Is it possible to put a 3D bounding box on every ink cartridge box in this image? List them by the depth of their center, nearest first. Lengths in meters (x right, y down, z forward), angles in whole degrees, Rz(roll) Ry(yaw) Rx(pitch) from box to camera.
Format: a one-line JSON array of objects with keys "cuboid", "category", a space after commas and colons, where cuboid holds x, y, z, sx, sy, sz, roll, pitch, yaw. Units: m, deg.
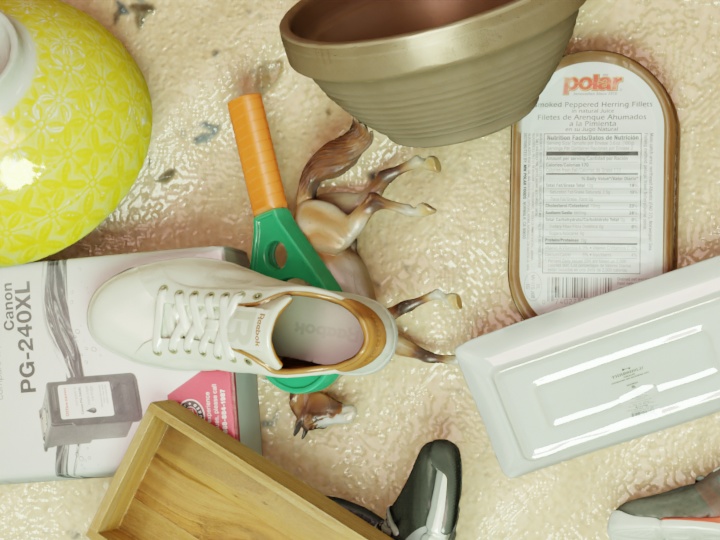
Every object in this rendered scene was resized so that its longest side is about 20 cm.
[{"cuboid": [-0.174, 0.065, 1.507, 0.199, 0.083, 0.146, -5, 86, 9], "category": "ink cartridge box"}]

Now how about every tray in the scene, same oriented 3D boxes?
[{"cuboid": [-0.066, 0.173, 1.411, 0.200, 0.037, 0.099, 31, 101, 20], "category": "tray"}, {"cuboid": [0.170, 0.065, 1.452, 0.200, 0.022, 0.108, -19, 114, 9], "category": "tray"}]

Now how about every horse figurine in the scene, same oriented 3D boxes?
[{"cuboid": [0.000, 0.000, 1.493, 0.132, 0.050, 0.201, -13, 90, 23], "category": "horse figurine"}]

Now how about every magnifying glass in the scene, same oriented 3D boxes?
[{"cuboid": [-0.053, -0.018, 1.485, 0.079, 0.022, 0.201, -21, 80, 38], "category": "magnifying glass"}]

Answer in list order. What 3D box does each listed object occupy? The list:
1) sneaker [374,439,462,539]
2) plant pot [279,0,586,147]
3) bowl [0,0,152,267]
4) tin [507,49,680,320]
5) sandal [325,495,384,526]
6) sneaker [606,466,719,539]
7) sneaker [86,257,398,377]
[{"cuboid": [-0.005, 0.196, 1.433, 0.115, 0.075, 0.201, 12, 99, 5], "category": "sneaker"}, {"cuboid": [0.056, -0.139, 1.440, 0.200, 0.201, 0.093, -13, 111, 9], "category": "plant pot"}, {"cuboid": [-0.246, -0.112, 1.482, 0.200, 0.108, 0.201, -5, 61, 9], "category": "bowl"}, {"cuboid": [0.153, -0.045, 1.480, 0.112, 0.042, 0.201, 1, 87, 6], "category": "tin"}, {"cuboid": [0.030, 0.206, 1.490, 0.200, 0.043, 0.076, 23, 98, 1], "category": "sandal"}, {"cuboid": [0.256, 0.143, 1.445, 0.199, 0.077, 0.082, -5, 59, 9], "category": "sneaker"}, {"cuboid": [-0.079, 0.028, 1.412, 0.199, 0.085, 0.073, 3, 88, 9], "category": "sneaker"}]
